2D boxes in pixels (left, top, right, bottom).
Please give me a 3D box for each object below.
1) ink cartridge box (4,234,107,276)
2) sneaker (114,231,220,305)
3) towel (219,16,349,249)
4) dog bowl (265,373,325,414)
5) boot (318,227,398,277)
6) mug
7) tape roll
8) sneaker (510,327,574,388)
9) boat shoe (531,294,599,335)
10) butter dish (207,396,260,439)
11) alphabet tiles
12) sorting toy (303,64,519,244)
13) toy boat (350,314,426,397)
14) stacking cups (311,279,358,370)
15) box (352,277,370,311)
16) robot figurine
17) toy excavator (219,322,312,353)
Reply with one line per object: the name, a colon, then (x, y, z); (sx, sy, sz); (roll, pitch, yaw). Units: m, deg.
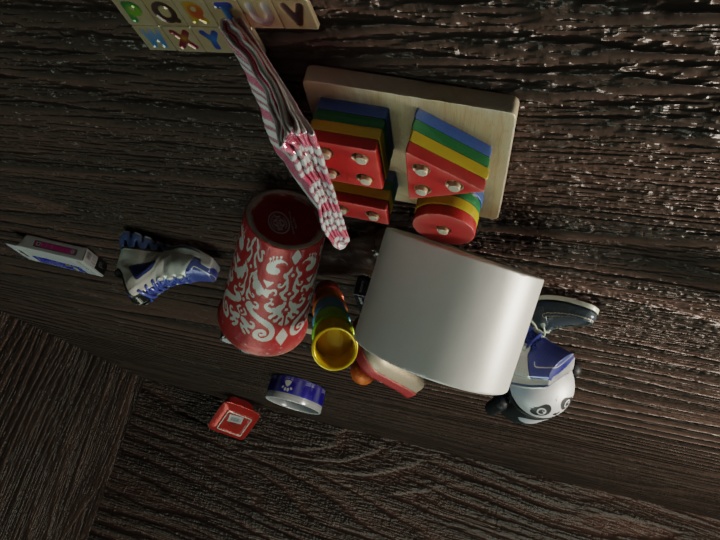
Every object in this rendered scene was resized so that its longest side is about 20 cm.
ink cartridge box: (-0.668, -0.035, 1.459); (0.195, 0.038, 0.095); (10, 160, 10)
sneaker: (-0.357, 0.011, 1.190); (0.195, 0.118, 0.081); (13, 164, 11)
towel: (-0.067, -0.116, 0.613); (0.030, 0.148, 0.201); (-28, 155, -5)
dog bowl: (-0.219, 0.421, 2.249); (0.196, 0.080, 0.201); (14, 160, 5)
boot: (0.000, 0.000, 0.973); (0.197, 0.065, 0.187); (-2, 141, 35)
mug: (-0.132, -0.011, 0.903); (0.177, 0.133, 0.202); (42, 139, 19)
tape roll: (0.104, 0.044, 0.797); (0.198, 0.142, 0.203); (17, -174, -2)
sneaker: (0.193, 0.077, 0.916); (0.080, 0.118, 0.197); (-23, -151, -38)
boat shoe: (0.248, 0.072, 0.972); (0.197, 0.063, 0.075); (1, 154, 35)
butter dish: (-0.596, 0.673, 3.145); (0.197, 0.149, 0.201); (26, 118, -22)
alphabet tiles: (-0.136, -0.236, 0.541); (0.196, 0.008, 0.168); (10, 159, 20)
sorting toy: (0.046, -0.099, 0.665); (0.194, 0.071, 0.201); (12, 160, 12)
toy boat: (0.036, 0.177, 1.278); (0.130, 0.132, 0.199); (-33, 133, 27)
stacking cups: (-0.037, 0.065, 0.908); (0.059, 0.062, 0.200); (19, -164, -9)
box: (0.091, 0.070, 1.134); (0.196, 0.037, 0.143); (13, 160, 13)
robot figurine: (0.311, 0.214, 1.204); (0.123, 0.152, 0.201); (28, 161, 5)
toy excavator: (-0.170, 0.121, 1.410); (0.196, 0.102, 0.194); (-7, 152, 31)
